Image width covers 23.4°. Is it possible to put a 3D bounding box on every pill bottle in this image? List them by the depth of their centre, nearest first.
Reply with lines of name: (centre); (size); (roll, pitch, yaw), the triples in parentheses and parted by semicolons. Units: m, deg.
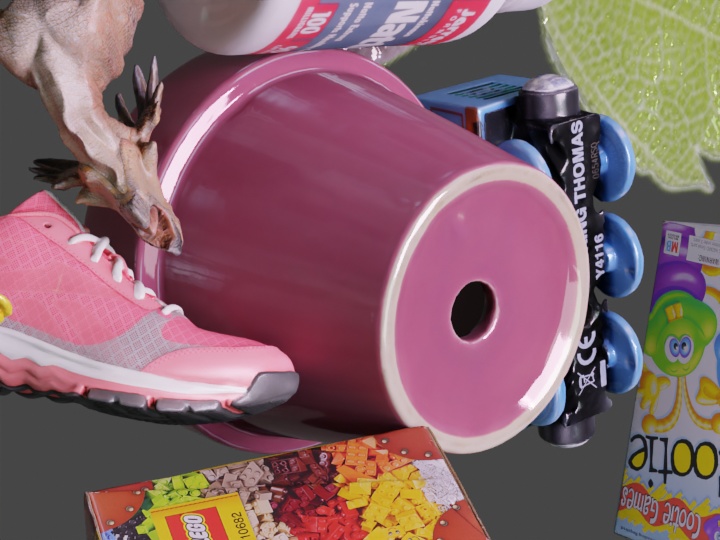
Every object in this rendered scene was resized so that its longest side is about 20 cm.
pill bottle: (0.009, -0.164, 0.812); (0.198, 0.119, 0.121); (-9, 107, -39)

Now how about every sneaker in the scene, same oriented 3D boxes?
sneaker: (-0.120, 0.012, 0.721); (0.198, 0.074, 0.088); (10, 82, 1)

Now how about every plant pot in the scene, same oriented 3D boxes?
plant pot: (0.000, 0.000, 0.807); (0.199, 0.178, 0.202); (-13, 109, -39)

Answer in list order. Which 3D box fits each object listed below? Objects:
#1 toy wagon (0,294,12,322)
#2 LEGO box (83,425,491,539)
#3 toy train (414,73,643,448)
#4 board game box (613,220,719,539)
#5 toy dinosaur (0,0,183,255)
toy wagon: (-0.179, 0.080, 0.528); (0.155, 0.039, 0.201); (44, 71, -39)
LEGO box: (-0.033, 0.176, 0.730); (0.147, 0.077, 0.202); (-10, 127, -17)
toy train: (0.088, -0.007, 0.924); (0.086, 0.114, 0.202); (-18, 112, -33)
board game box: (0.243, 0.079, 1.089); (0.104, 0.103, 0.203); (1, 100, -41)
toy dinosaur: (-0.119, -0.112, 0.741); (0.135, 0.085, 0.202); (42, 49, -51)
